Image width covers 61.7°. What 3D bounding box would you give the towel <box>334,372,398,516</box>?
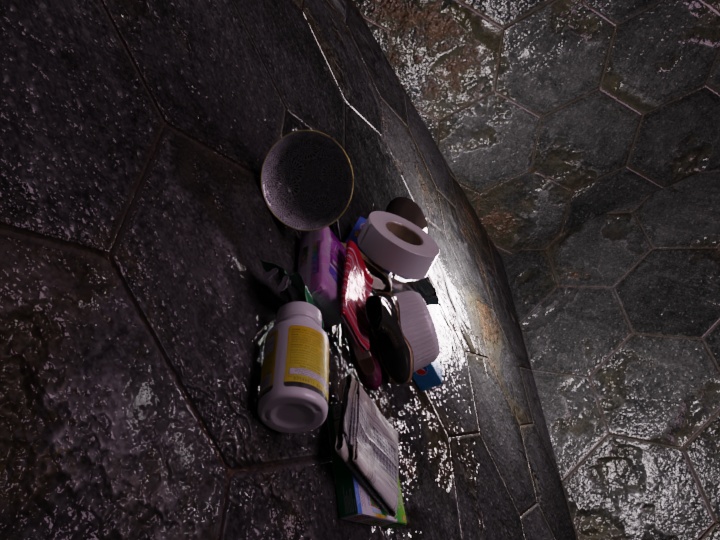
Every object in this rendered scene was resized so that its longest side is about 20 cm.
[{"bbox_3d":[0.022,0.318,1.124,0.201,0.034,0.194,55,23,-27],"label":"towel"}]

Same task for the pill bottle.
[{"bbox_3d":[-0.106,0.152,0.992,0.111,0.110,0.202,49,27,-38],"label":"pill bottle"}]

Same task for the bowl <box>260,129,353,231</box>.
[{"bbox_3d":[-0.099,-0.188,1.258,0.203,0.199,0.094,65,17,-3],"label":"bowl"}]

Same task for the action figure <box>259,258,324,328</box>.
[{"bbox_3d":[-0.115,0.066,1.115,0.117,0.055,0.201,32,-18,34],"label":"action figure"}]

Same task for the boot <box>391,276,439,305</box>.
[{"bbox_3d":[0.133,0.040,1.682,0.200,0.129,0.068,51,24,-36],"label":"boot"}]

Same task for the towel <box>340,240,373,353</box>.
[{"bbox_3d":[-0.006,0.053,1.273,0.145,0.022,0.202,63,23,-44],"label":"towel"}]

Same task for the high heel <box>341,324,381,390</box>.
[{"bbox_3d":[0.001,0.168,1.349,0.097,0.066,0.202,79,0,-56],"label":"high heel"}]

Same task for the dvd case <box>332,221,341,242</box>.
[{"bbox_3d":[-0.073,-0.182,1.487,0.149,0.016,0.203,83,-3,-58],"label":"dvd case"}]

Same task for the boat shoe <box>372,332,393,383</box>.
[{"bbox_3d":[0.030,0.168,1.394,0.069,0.070,0.203,-12,72,-31],"label":"boat shoe"}]

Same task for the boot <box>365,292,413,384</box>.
[{"bbox_3d":[0.052,0.147,1.279,0.138,0.076,0.203,12,60,-74],"label":"boot"}]

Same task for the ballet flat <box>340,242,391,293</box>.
[{"bbox_3d":[0.000,0.000,1.410,0.199,0.068,0.072,36,7,-24],"label":"ballet flat"}]

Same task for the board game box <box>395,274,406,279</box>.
[{"bbox_3d":[0.057,-0.023,1.619,0.198,0.039,0.159,25,25,-7],"label":"board game box"}]

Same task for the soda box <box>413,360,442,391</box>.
[{"bbox_3d":[0.149,0.220,1.616,0.202,0.067,0.064,60,20,-17],"label":"soda box"}]

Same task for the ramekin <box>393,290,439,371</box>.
[{"bbox_3d":[0.114,0.145,1.448,0.200,0.104,0.203,161,-90,-84],"label":"ramekin"}]

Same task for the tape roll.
[{"bbox_3d":[0.093,-0.064,1.491,0.200,0.071,0.203,23,26,-12],"label":"tape roll"}]

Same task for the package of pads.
[{"bbox_3d":[-0.076,0.009,1.273,0.121,0.075,0.202,54,23,-40],"label":"package of pads"}]

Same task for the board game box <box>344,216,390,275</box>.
[{"bbox_3d":[0.030,-0.060,1.558,0.133,0.045,0.200,28,25,-1],"label":"board game box"}]

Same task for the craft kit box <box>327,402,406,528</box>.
[{"bbox_3d":[0.013,0.374,1.148,0.197,0.048,0.202,37,35,-49],"label":"craft kit box"}]

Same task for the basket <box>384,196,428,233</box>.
[{"bbox_3d":[0.114,-0.114,1.812,0.183,0.134,0.200,68,23,-10],"label":"basket"}]
